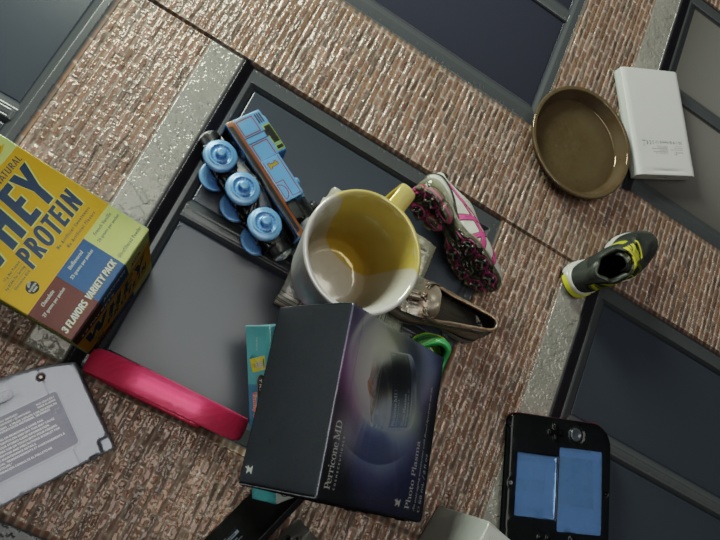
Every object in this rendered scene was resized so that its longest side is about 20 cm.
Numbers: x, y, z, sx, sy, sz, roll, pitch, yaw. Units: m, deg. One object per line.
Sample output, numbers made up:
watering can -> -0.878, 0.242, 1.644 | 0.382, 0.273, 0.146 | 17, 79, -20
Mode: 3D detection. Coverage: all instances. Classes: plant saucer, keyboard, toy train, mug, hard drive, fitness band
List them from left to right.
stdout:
fitness band -> -0.225, 0.146, 0.727 | 0.198, 0.144, 0.038 | 28, 70, -10
keyboard -> -0.144, 0.338, 0.733 | 0.200, 0.126, 0.021 | -42, 120, -21
toy train -> -0.136, -0.113, 0.840 | 0.114, 0.087, 0.201 | -32, 86, -26
mug -> -0.006, -0.011, 0.796 | 0.184, 0.153, 0.152 | -17, 84, -24
plant saucer -> 0.374, -0.217, 1.066 | 0.197, 0.029, 0.204 | 4, 78, -18
hard drive -> 0.534, -0.267, 1.131 | 0.130, 0.026, 0.204 | -1, 79, -19

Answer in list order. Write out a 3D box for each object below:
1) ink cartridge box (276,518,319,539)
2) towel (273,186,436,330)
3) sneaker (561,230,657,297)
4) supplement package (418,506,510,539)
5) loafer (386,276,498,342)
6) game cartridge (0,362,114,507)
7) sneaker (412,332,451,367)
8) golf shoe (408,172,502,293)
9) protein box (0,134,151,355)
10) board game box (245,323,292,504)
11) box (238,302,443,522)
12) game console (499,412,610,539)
ink cartridge box -> -0.030, 0.412, 0.737 | 0.084, 0.145, 0.201 | -39, 93, -19
towel -> 0.000, 0.000, 0.892 | 0.191, 0.035, 0.202 | 28, 71, -11
sneaker -> 0.424, -0.012, 1.010 | 0.198, 0.085, 0.075 | -27, 89, -21
supplement package -> 0.165, 0.436, 0.794 | 0.199, 0.151, 0.152 | 40, 69, -6
loafer -> 0.111, 0.049, 0.883 | 0.198, 0.063, 0.073 | 23, 67, -27
game cartridge -> -0.406, 0.194, 0.715 | 0.198, 0.041, 0.135 | -25, 91, -22
sneaker -> 0.055, 0.164, 0.850 | 0.074, 0.083, 0.201 | 39, 70, -7
golf shoe -> 0.159, -0.061, 0.937 | 0.092, 0.072, 0.201 | -41, 99, -40
protein box -> -0.353, -0.020, 0.688 | 0.197, 0.200, 0.136 | 33, 71, -9
board game box -> -0.069, 0.166, 0.776 | 0.150, 0.046, 0.204 | 0, 86, -51
box -> -0.011, 0.167, 0.716 | 0.198, 0.122, 0.203 | 32, 61, -44
game console -> 0.291, 0.324, 0.925 | 0.174, 0.031, 0.204 | 12, 75, -16
